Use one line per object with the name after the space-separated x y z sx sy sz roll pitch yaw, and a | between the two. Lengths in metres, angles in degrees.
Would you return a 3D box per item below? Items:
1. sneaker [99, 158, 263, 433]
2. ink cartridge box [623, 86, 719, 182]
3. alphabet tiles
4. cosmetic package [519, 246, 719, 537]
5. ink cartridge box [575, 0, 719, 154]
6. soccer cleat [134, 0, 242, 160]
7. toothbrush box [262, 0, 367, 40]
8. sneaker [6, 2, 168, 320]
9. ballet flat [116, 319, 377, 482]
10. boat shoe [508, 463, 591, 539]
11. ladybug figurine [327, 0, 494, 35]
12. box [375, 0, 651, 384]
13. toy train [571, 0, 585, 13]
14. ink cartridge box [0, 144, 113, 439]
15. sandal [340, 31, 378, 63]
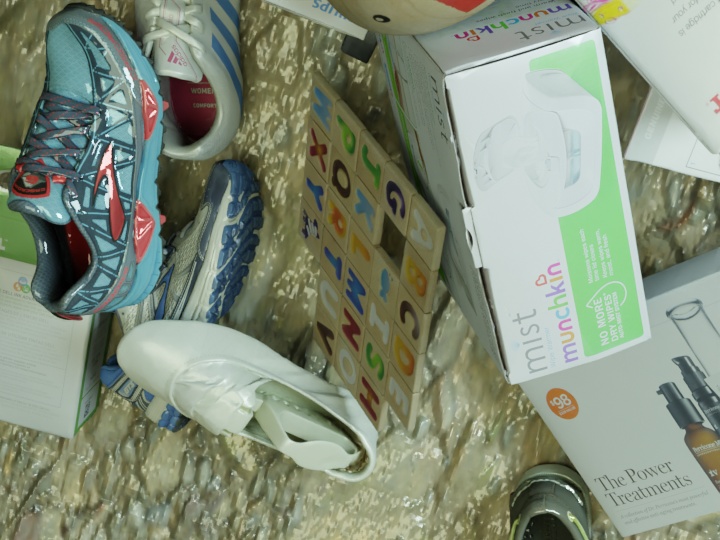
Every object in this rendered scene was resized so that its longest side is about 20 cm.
-0.129 0.012 1.199 0.085 0.077 0.200 23 111 8 | sneaker
0.266 -0.139 1.053 0.176 0.045 0.200 15 111 -11 | ink cartridge box
0.000 0.000 1.129 0.008 0.167 0.200 -15 135 -24 | alphabet tiles
0.207 0.077 1.117 0.200 0.052 0.151 -27 99 45 | cosmetic package
0.187 -0.185 0.958 0.148 0.086 0.200 -42 86 24 | ink cartridge box
-0.110 -0.166 1.128 0.070 0.086 0.200 -3 107 13 | soccer cleat
-0.006 -0.259 1.032 0.085 0.146 0.200 19 112 -25 | toothbrush box
-0.173 -0.063 1.099 0.079 0.095 0.200 8 110 36 | sneaker
-0.066 0.089 1.169 0.200 0.069 0.069 25 115 -29 | ballet flat
0.135 0.237 1.221 0.072 0.060 0.202 -4 107 14 | boat shoe
0.043 -0.211 0.919 0.136 0.072 0.200 34 108 4 | ladybug figurine
0.082 -0.067 1.039 0.097 0.177 0.200 -18 118 -7 | box
0.164 -0.244 1.047 0.114 0.087 0.200 39 113 7 | toy train
-0.224 0.007 1.224 0.104 0.059 0.200 14 110 7 | ink cartridge box
0.046 -0.216 1.090 0.043 0.076 0.200 24 122 -3 | sandal
